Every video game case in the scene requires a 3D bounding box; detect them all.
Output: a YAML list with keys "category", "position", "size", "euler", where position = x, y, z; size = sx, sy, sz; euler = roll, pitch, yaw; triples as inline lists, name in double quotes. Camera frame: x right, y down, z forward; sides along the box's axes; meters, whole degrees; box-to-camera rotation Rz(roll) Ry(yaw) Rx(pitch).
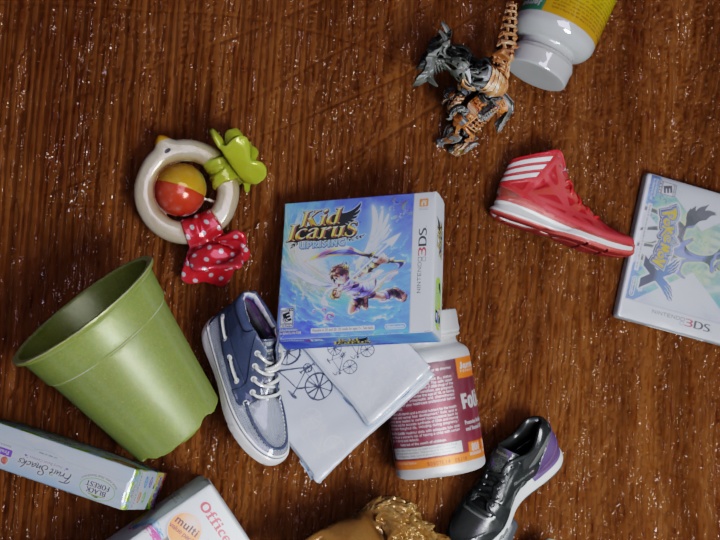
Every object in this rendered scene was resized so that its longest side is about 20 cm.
- category: "video game case"
  position: [0.000, 0.000, 1.603]
  size: [0.200, 0.045, 0.182]
  euler: [-4, 67, 17]
- category: "video game case"
  position: [0.446, -0.012, 1.770]
  size: [0.182, 0.022, 0.200]
  euler: [15, 83, -10]

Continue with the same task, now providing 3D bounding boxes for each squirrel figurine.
- category: "squirrel figurine"
  position: [0.031, 0.379, 1.562]
  size: [0.200, 0.142, 0.187]
  euler: [-34, 71, -6]

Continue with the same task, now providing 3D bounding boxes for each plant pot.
- category: "plant pot"
  position: [-0.271, 0.118, 1.549]
  size: [0.200, 0.200, 0.190]
  euler: [-38, 106, -11]

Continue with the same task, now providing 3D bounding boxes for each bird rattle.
- category: "bird rattle"
  position: [-0.200, -0.086, 1.630]
  size: [0.163, 0.113, 0.200]
  euler: [18, 95, 2]

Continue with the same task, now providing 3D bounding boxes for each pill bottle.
- category: "pill bottle"
  position: [0.087, 0.152, 1.640]
  size: [0.114, 0.114, 0.200]
  euler: [-8, 88, -12]
- category: "pill bottle"
  position: [0.268, -0.341, 1.714]
  size: [0.113, 0.113, 0.200]
  euler: [27, 82, -8]

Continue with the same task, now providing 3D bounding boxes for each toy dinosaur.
- category: "toy dinosaur"
  position: [0.143, -0.249, 1.683]
  size: [0.136, 0.102, 0.200]
  euler: [25, 92, -5]

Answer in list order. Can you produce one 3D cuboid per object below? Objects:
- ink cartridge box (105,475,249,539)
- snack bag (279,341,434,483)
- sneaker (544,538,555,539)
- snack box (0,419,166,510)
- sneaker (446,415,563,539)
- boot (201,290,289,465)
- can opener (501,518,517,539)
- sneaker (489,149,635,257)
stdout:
- category: "ink cartridge box"
  position: [-0.223, 0.357, 1.547]
  size: [0.200, 0.145, 0.145]
  euler: [-35, 92, -13]
- category: "snack bag"
  position: [-0.039, 0.127, 1.605]
  size: [0.200, 0.021, 0.189]
  euler: [-43, 64, 2]
- category: "sneaker"
  position: [0.201, 0.373, 1.615]
  size: [0.074, 0.200, 0.118]
  euler: [27, 76, 19]
- category: "snack box"
  position: [-0.337, 0.222, 1.509]
  size: [0.200, 0.142, 0.053]
  euler: [17, 83, 8]
- category: "sneaker"
  position: [0.169, 0.262, 1.646]
  size: [0.200, 0.076, 0.088]
  euler: [-46, 138, -23]
- category: "boot"
  position: [-0.123, 0.127, 1.566]
  size: [0.073, 0.090, 0.200]
  euler: [-10, 66, -44]
- category: "can opener"
  position: [0.135, 0.396, 1.661]
  size: [0.066, 0.053, 0.200]
  euler: [31, 80, -8]
- category: "sneaker"
  position: [0.277, -0.094, 1.716]
  size: [0.200, 0.078, 0.116]
  euler: [19, 84, -11]
